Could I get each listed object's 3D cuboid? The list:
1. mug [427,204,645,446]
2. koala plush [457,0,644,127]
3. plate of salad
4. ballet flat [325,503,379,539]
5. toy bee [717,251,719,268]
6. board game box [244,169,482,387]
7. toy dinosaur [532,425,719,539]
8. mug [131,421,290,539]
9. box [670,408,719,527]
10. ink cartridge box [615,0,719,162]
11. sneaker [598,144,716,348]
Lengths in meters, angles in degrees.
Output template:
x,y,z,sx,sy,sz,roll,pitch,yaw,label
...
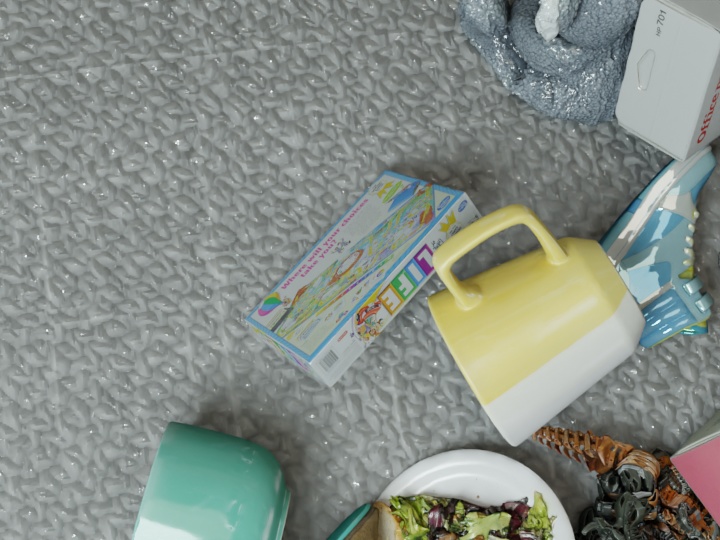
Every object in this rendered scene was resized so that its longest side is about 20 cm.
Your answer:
x,y,z,sx,sy,sz,roll,pitch,yaw,label
0.153,0.044,0.910,0.152,0.187,0.150,-31,65,8,mug
0.210,-0.245,0.991,0.176,0.200,0.185,-28,81,-10,koala plush
0.085,0.248,0.916,0.198,0.048,0.202,-10,60,17,plate of salad
-0.026,0.264,0.872,0.072,0.200,0.068,50,120,8,ballet flat
0.430,0.050,0.989,0.198,0.109,0.132,23,78,1,toy bee
0.000,0.000,0.959,0.200,0.134,0.034,-47,122,-11,board game box
0.238,0.208,0.959,0.198,0.103,0.136,24,56,14,toy dinosaur
-0.126,0.222,0.901,0.113,0.186,0.153,14,52,-3,mug
0.393,0.198,0.932,0.127,0.109,0.201,-31,80,-34,box
0.340,-0.215,0.988,0.199,0.147,0.086,-34,57,-28,ink cartridge box
0.299,-0.014,1.010,0.130,0.080,0.200,39,87,7,sneaker
